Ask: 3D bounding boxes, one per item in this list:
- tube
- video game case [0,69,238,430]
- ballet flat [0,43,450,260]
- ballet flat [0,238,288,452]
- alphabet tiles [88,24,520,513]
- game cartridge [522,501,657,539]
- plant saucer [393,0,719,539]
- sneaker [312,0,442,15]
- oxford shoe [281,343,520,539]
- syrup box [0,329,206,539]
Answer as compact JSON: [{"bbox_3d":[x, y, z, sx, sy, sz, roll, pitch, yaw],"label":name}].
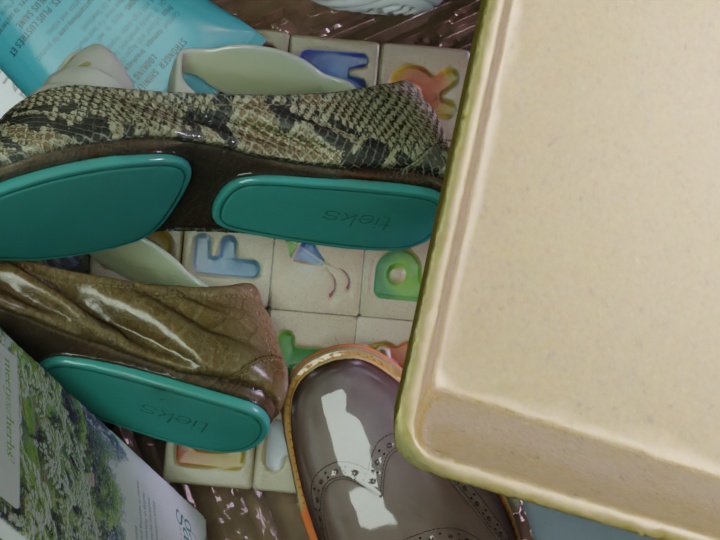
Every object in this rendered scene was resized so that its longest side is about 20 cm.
[{"bbox_3d":[-0.132,-0.117,0.923,0.200,0.050,0.078,41,91,13],"label":"tube"},{"bbox_3d":[-0.167,0.008,0.948,0.180,0.026,0.201,35,91,5],"label":"video game case"},{"bbox_3d":[-0.060,-0.043,0.867,0.199,0.068,0.076,-2,59,-28],"label":"ballet flat"},{"bbox_3d":[-0.118,0.009,0.875,0.199,0.068,0.073,11,57,-19],"label":"ballet flat"},{"bbox_3d":[0.000,0.000,0.926,0.199,0.006,0.168,5,93,-3],"label":"alphabet tiles"},{"bbox_3d":[0.110,0.008,0.827,0.132,0.041,0.201,-7,73,26],"label":"game cartridge"},{"bbox_3d":[0.100,-0.018,0.739,0.199,0.048,0.201,18,78,-28],"label":"plant saucer"},{"bbox_3d":[0.045,-0.140,0.760,0.199,0.075,0.115,3,125,-16],"label":"sneaker"},{"bbox_3d":[0.031,0.119,0.895,0.071,0.073,0.201,-28,92,2],"label":"oxford shoe"},{"bbox_3d":[-0.130,0.080,0.837,0.081,0.200,0.079,-22,48,17],"label":"syrup box"}]
